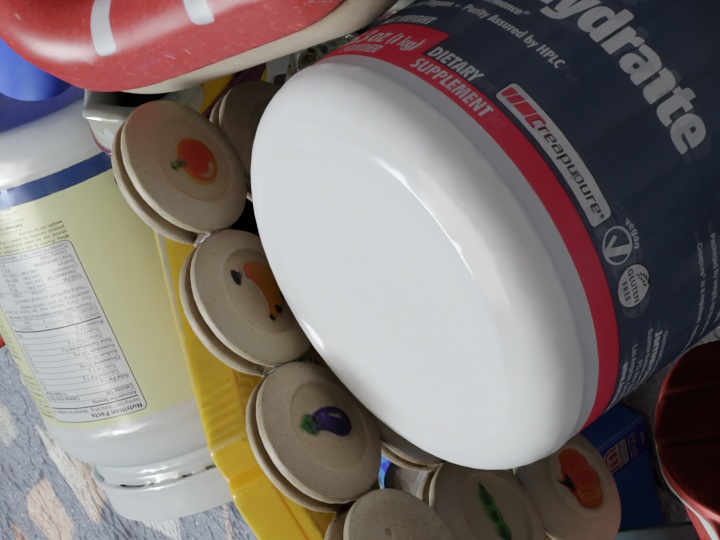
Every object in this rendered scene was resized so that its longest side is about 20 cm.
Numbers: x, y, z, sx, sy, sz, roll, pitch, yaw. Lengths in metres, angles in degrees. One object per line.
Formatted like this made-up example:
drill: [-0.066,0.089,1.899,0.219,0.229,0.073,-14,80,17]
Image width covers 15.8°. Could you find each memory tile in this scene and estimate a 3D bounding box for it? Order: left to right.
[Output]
memory tile: [0.006,0.021,0.880,0.017,0.153,0.200,-37,77,39]

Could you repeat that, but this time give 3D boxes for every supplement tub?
supplement tub: [-0.102,0.001,1.217,0.145,0.145,0.200,6,125,56]
supplement tub: [0.078,-0.042,0.830,0.140,0.200,0.141,38,147,30]

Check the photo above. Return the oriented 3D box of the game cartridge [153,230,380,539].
game cartridge: [-0.026,0.071,1.070,0.176,0.032,0.200,60,-174,-37]

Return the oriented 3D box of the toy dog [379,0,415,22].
toy dog: [0.057,-0.059,0.992,0.132,0.096,0.200,24,125,50]

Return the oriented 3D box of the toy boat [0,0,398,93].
toy boat: [-0.069,-0.137,0.833,0.131,0.131,0.200,21,158,-35]

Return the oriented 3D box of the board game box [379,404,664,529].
board game box: [0.078,0.131,1.179,0.152,0.045,0.200,23,138,46]

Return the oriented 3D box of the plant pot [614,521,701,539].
plant pot: [0.122,0.168,1.027,0.200,0.200,0.135,-17,77,61]

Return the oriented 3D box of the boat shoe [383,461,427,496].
boat shoe: [0.048,0.087,1.028,0.200,0.073,0.066,89,175,-68]

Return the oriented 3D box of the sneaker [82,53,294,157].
sneaker: [-0.057,-0.132,0.974,0.075,0.200,0.090,4,169,20]

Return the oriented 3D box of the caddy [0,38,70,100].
caddy: [-0.193,-0.158,1.164,0.200,0.141,0.105,-119,27,-46]

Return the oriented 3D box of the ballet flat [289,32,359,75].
ballet flat: [-0.063,-0.124,1.111,0.200,0.064,0.076,49,153,13]

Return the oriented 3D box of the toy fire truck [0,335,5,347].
toy fire truck: [-0.232,-0.049,1.351,0.168,0.112,0.200,-29,96,43]

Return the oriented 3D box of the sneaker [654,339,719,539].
sneaker: [0.150,0.118,0.931,0.200,0.078,0.116,-89,-7,-56]

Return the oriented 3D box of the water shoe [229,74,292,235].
water shoe: [0.000,0.000,1.060,0.200,0.079,0.071,35,133,-15]
